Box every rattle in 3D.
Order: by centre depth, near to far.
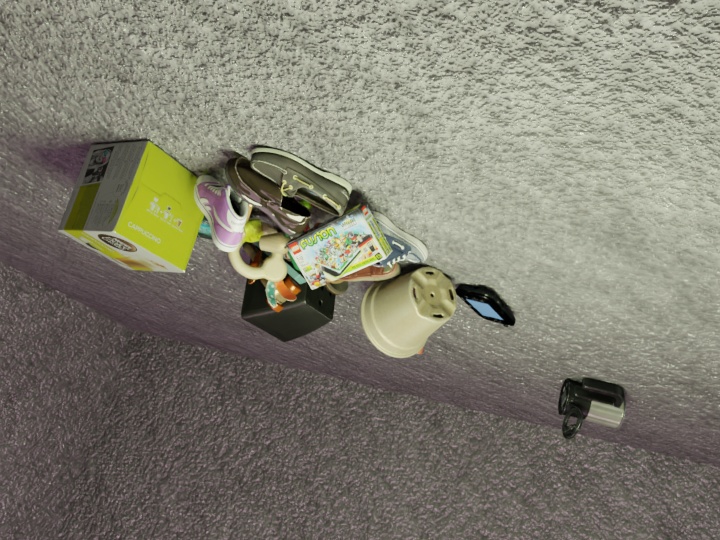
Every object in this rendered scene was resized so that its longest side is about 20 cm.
[{"bbox_3d":[-0.228,-0.017,1.487,0.201,0.130,0.142,53,152,-17],"label":"rattle"}]

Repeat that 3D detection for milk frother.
[{"bbox_3d":[0.731,0.456,2.057,0.184,0.203,0.181,13,158,7],"label":"milk frother"}]

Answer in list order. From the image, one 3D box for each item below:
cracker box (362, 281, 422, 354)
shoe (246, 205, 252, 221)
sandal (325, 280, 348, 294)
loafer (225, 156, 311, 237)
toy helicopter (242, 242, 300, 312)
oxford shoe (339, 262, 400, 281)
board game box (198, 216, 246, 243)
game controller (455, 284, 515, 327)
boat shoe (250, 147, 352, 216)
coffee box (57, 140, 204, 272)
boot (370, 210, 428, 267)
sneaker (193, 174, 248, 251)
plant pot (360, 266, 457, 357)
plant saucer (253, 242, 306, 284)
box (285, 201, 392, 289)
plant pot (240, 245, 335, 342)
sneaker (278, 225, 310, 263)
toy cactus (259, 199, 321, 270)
[{"bbox_3d":[0.101,0.125,1.732,0.057,0.136,0.199,-3,154,45],"label":"cracker box"},{"bbox_3d":[-0.274,-0.134,1.402,0.052,0.071,0.199,14,166,-24],"label":"shoe"},{"bbox_3d":[-0.071,-0.004,1.636,0.054,0.083,0.200,-15,144,18],"label":"sandal"},{"bbox_3d":[-0.169,-0.152,1.248,0.199,0.074,0.071,39,132,-22],"label":"loafer"},{"bbox_3d":[-0.238,-0.002,1.566,0.201,0.079,0.132,52,-171,34],"label":"toy helicopter"},{"bbox_3d":[0.000,0.000,1.547,0.196,0.072,0.074,3,164,22],"label":"oxford shoe"},{"bbox_3d":[-0.379,-0.113,1.625,0.196,0.029,0.136,10,160,18],"label":"board game box"},{"bbox_3d":[0.307,0.088,1.599,0.103,0.043,0.200,3,157,36],"label":"game controller"},{"bbox_3d":[-0.113,-0.162,1.196,0.198,0.062,0.072,21,161,-13],"label":"boat shoe"},{"bbox_3d":[-0.468,-0.129,1.374,0.195,0.204,0.199,3,159,33],"label":"coffee box"},{"bbox_3d":[0.062,-0.039,1.358,0.199,0.092,0.072,31,157,-37],"label":"boot"},{"bbox_3d":[-0.268,-0.147,1.294,0.072,0.202,0.115,-5,138,-36],"label":"sneaker"},{"bbox_3d":[0.127,0.084,1.547,0.198,0.204,0.183,22,149,-20],"label":"plant pot"},{"bbox_3d":[-0.212,-0.037,1.563,0.199,0.019,0.070,41,175,15],"label":"plant saucer"},{"bbox_3d":[-0.045,-0.045,1.275,0.198,0.035,0.111,-23,104,36],"label":"box"},{"bbox_3d":[-0.169,0.055,1.696,0.174,0.203,0.200,-7,153,28],"label":"plant pot"},{"bbox_3d":[-0.165,-0.061,1.511,0.081,0.079,0.200,18,162,-4],"label":"sneaker"},{"bbox_3d":[-0.131,-0.065,1.380,0.161,0.103,0.203,2,132,10],"label":"toy cactus"}]
